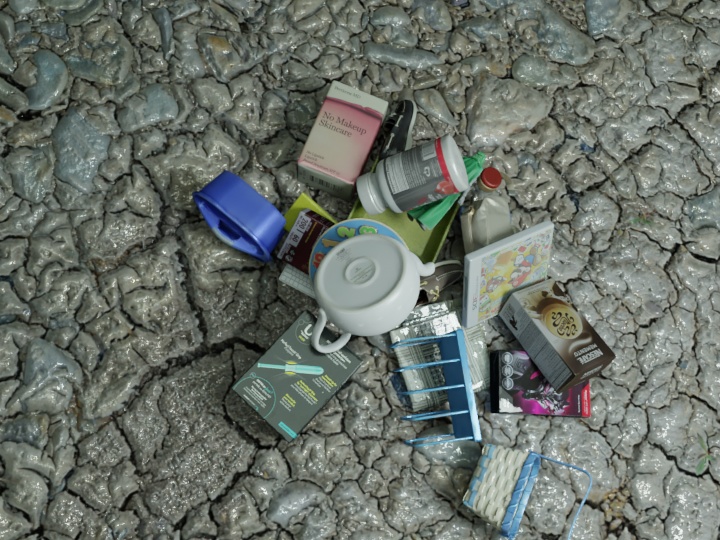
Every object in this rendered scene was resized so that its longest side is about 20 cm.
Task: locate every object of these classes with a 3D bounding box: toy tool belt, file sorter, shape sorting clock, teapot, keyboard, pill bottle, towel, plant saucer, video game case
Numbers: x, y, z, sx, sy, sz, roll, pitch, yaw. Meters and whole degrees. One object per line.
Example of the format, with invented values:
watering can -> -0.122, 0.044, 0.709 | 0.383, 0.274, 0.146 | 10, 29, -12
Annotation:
toy tool belt -> 0.250, -0.098, 1.377 | 0.125, 0.123, 0.200 | 2, 72, -19
file sorter -> 0.133, 0.223, 1.249 | 0.123, 0.139, 0.200 | -7, 80, -8
shape sorting clock -> 0.000, 0.000, 1.270 | 0.200, 0.039, 0.200 | 2, 102, 8
teapot -> 0.018, 0.044, 1.186 | 0.200, 0.146, 0.198 | -3, 54, 18
keyboard -> -0.066, 0.041, 1.365 | 0.200, 0.011, 0.056 | 28, 76, 1
pill bottle -> 0.098, -0.176, 1.290 | 0.200, 0.111, 0.111 | -18, 78, 20
towel -> 0.165, 0.161, 1.348 | 0.192, 0.035, 0.200 | -15, 79, -9
plant saucer -> 0.092, -0.123, 1.398 | 0.200, 0.048, 0.200 | 25, 76, 1
towel -> -0.066, -0.063, 1.360 | 0.200, 0.018, 0.086 | 41, 105, 0
video game case -> 0.289, 0.010, 1.318 | 0.200, 0.182, 0.023 | -23, 44, -19

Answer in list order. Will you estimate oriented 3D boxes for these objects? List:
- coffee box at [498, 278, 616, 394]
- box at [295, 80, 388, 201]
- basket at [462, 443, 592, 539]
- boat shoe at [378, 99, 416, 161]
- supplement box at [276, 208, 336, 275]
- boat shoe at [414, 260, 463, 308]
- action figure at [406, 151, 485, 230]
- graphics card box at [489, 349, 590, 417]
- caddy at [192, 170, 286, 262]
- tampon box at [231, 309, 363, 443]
coffee box -> 0.382, 0.126, 1.309 | 0.113, 0.080, 0.200 | -18, 59, -27
box -> -0.039, -0.266, 1.385 | 0.128, 0.109, 0.200 | 21, 77, 0
basket -> 0.307, 0.417, 1.241 | 0.200, 0.139, 0.176 | 20, 74, 31
boat shoe -> 0.074, -0.292, 1.395 | 0.060, 0.074, 0.200 | 18, 55, -12
supplement box -> -0.051, -0.027, 1.324 | 0.200, 0.061, 0.109 | 29, 105, 2
boat shoe -> 0.122, 0.041, 1.342 | 0.200, 0.072, 0.060 | -21, 54, -10
action figure -> 0.179, -0.168, 1.348 | 0.200, 0.055, 0.118 | -43, 51, -4
graphics card box -> 0.359, 0.227, 1.334 | 0.200, 0.051, 0.126 | 6, 76, -10
caddy -> -0.240, -0.098, 1.312 | 0.200, 0.141, 0.105 | 39, 74, 5
tampon box -> -0.118, 0.201, 1.264 | 0.150, 0.126, 0.200 | 43, 76, 4
